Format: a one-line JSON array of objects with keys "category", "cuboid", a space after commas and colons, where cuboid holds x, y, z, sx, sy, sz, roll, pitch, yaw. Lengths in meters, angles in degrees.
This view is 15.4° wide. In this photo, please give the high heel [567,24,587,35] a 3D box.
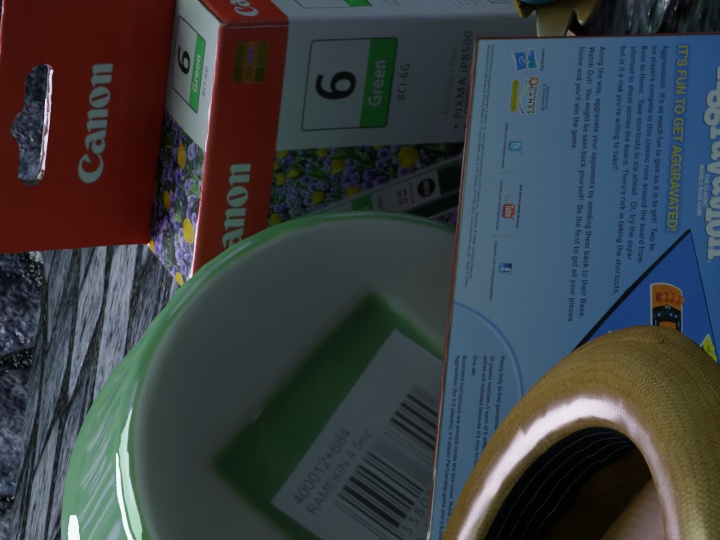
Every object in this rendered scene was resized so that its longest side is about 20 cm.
[{"category": "high heel", "cuboid": [0.055, -0.070, 1.122, 0.096, 0.067, 0.200, -62, 28, 10]}]

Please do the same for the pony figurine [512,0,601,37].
[{"category": "pony figurine", "cuboid": [0.090, -0.201, 0.946, 0.193, 0.166, 0.201, 94, -171, -53]}]

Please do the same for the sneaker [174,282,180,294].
[{"category": "sneaker", "cuboid": [-0.026, 0.098, 1.067, 0.201, 0.074, 0.089, 67, 152, 24]}]

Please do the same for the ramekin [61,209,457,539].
[{"category": "ramekin", "cuboid": [0.001, 0.077, 0.906, 0.098, 0.199, 0.201, 118, 160, -66]}]

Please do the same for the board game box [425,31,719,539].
[{"category": "board game box", "cuboid": [0.079, 0.016, 0.862, 0.019, 0.102, 0.201, 58, -145, -62]}]

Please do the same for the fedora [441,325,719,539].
[{"category": "fedora", "cuboid": [0.082, 0.119, 0.752, 0.201, 0.082, 0.201, -42, 42, 53]}]

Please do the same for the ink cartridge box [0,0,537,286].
[{"category": "ink cartridge box", "cuboid": [-0.034, -0.049, 0.983, 0.050, 0.199, 0.109, -134, 46, -54]}]
